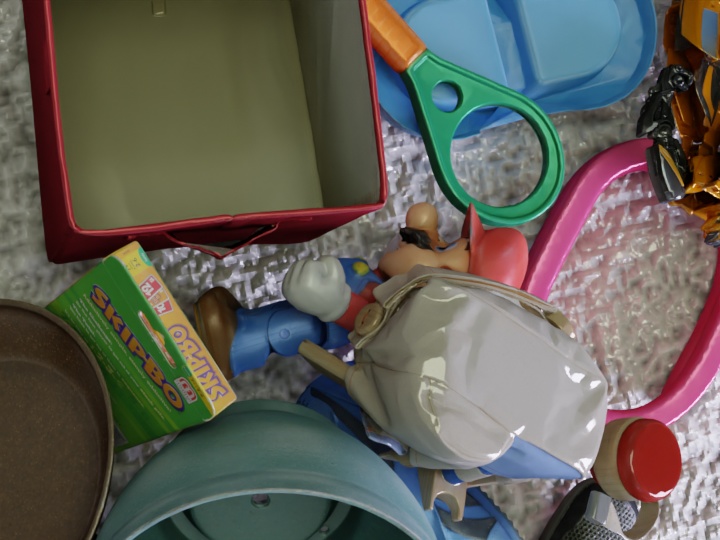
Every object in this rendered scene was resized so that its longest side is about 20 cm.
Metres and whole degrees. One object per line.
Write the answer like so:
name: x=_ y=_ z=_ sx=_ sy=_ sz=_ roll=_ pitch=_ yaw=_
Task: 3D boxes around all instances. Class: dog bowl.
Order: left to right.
dog bowl: x=0.088 y=-0.144 z=1.044 sx=0.198 sy=0.050 sz=0.113 roll=-14 pitch=88 yaw=-16

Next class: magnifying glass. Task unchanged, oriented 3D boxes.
magnifying glass: x=0.045 y=-0.110 z=0.995 sx=0.080 sy=0.022 sz=0.200 roll=-44 pitch=98 yaw=-14

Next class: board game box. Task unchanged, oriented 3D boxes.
board game box: x=-0.126 y=0.045 z=0.891 sx=0.030 sy=0.200 sz=0.096 roll=-34 pitch=93 yaw=-23

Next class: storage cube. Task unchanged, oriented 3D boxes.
storage cube: x=-0.097 y=-0.101 z=0.924 sx=0.169 sy=0.180 sz=0.202 roll=-6 pitch=87 yaw=-15

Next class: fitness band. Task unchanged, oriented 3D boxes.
fitness band: x=0.176 y=0.012 z=1.059 sx=0.143 sy=0.037 sz=0.201 roll=31 pitch=77 yaw=-10

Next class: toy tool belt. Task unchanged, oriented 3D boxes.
toy tool belt: x=0.071 y=0.077 z=0.914 sx=0.199 sy=0.122 sz=0.126 roll=29 pitch=67 yaw=-30

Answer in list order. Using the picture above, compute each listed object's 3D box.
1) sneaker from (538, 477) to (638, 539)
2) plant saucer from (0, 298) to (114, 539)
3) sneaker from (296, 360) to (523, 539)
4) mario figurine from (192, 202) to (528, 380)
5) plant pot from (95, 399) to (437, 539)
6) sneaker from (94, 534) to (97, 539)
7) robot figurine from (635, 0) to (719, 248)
sneaker: x=0.141 y=0.224 z=0.989 sx=0.076 sy=0.114 sz=0.201 roll=25 pitch=77 yaw=-16
plant saucer: x=-0.211 y=0.116 z=0.901 sx=0.199 sy=0.037 sz=0.202 roll=-11 pitch=65 yaw=23
sneaker: x=0.033 y=0.145 z=0.979 sx=0.078 sy=0.066 sz=0.201 roll=-34 pitch=78 yaw=-21
mario figurine: x=0.000 y=0.000 z=0.968 sx=0.198 sy=0.124 sz=0.107 roll=-12 pitch=129 yaw=-2
plant pot: x=-0.051 y=0.154 z=0.883 sx=0.198 sy=0.135 sz=0.202 roll=-2 pitch=122 yaw=-4
sneaker: x=-0.159 y=0.222 z=0.940 sx=0.078 sy=0.075 sz=0.201 roll=-28 pitch=85 yaw=-5
robot figurine: x=0.240 y=-0.112 z=1.049 sx=0.144 sy=0.058 sz=0.202 roll=23 pitch=65 yaw=-34
